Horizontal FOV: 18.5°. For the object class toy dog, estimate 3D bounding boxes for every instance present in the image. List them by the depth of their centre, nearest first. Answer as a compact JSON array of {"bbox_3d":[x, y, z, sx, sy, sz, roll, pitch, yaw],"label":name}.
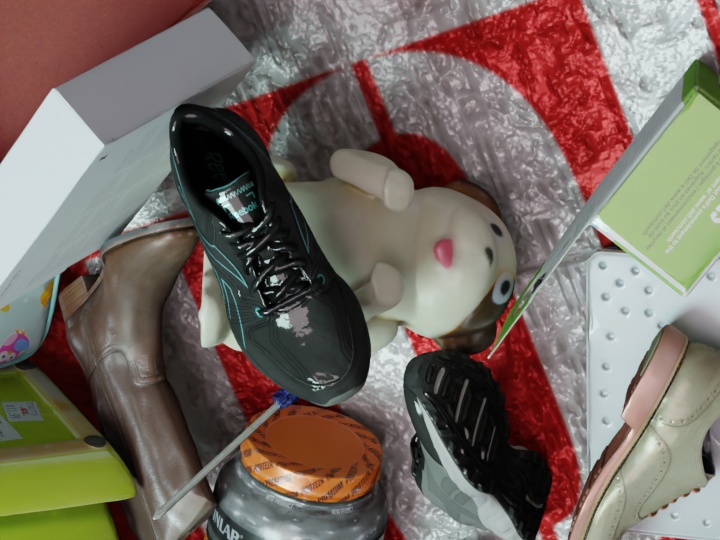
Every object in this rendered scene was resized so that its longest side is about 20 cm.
[{"bbox_3d":[0.000,0.000,1.411,0.199,0.194,0.140,2,69,0],"label":"toy dog"}]

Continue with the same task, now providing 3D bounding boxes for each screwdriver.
[{"bbox_3d":[-0.066,0.097,1.459,0.028,0.200,0.029,34,145,26],"label":"screwdriver"}]

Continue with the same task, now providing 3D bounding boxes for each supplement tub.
[{"bbox_3d":[-0.050,0.202,1.524,0.122,0.123,0.201,16,115,11],"label":"supplement tub"}]

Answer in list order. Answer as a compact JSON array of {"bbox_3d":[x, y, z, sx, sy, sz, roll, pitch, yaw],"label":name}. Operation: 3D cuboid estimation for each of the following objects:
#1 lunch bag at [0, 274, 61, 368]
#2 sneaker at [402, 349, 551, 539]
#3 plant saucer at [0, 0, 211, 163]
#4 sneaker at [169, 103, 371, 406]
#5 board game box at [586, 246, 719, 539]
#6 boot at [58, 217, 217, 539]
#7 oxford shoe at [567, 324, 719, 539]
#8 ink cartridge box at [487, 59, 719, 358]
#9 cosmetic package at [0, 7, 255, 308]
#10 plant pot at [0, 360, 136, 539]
[{"bbox_3d":[-0.267,-0.022,1.486,0.077,0.160,0.201,31,120,29],"label":"lunch bag"},{"bbox_3d":[0.061,0.119,1.445,0.079,0.074,0.200,5,149,26],"label":"sneaker"},{"bbox_3d":[-0.219,-0.173,1.405,0.199,0.037,0.200,-41,70,-6],"label":"plant saucer"},{"bbox_3d":[-0.062,-0.011,1.288,0.075,0.079,0.201,-31,77,0],"label":"sneaker"},{"bbox_3d":[0.247,0.083,1.437,0.199,0.026,0.201,4,112,16],"label":"board game box"},{"bbox_3d":[-0.128,0.081,1.469,0.186,0.064,0.201,-39,65,56],"label":"boot"},{"bbox_3d":[0.186,0.136,1.424,0.073,0.071,0.201,24,117,4],"label":"oxford shoe"},{"bbox_3d":[0.170,-0.020,1.331,0.076,0.148,0.200,36,105,0],"label":"ink cartridge box"},{"bbox_3d":[-0.169,-0.063,1.368,0.052,0.151,0.200,47,132,4],"label":"cosmetic package"},{"bbox_3d":[-0.270,0.175,1.505,0.200,0.198,0.183,39,125,50],"label":"plant pot"}]
